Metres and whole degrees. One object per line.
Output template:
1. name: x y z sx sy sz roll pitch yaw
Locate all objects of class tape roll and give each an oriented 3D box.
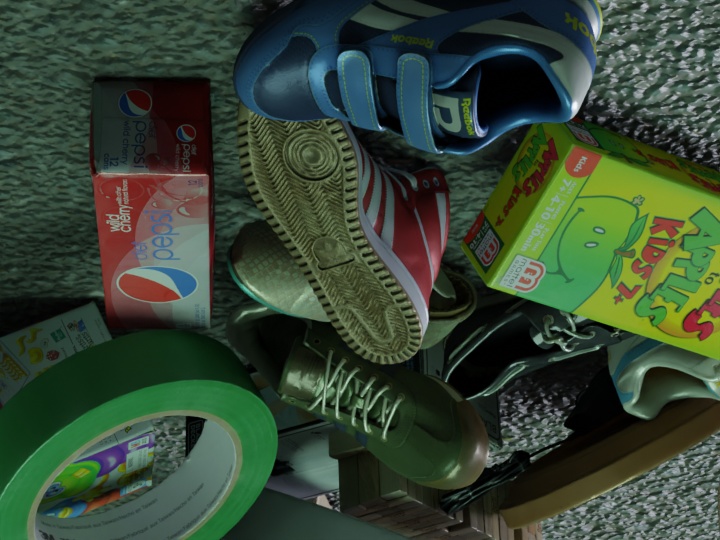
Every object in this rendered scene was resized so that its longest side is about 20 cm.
1. tape roll: -0.151 0.126 1.512 0.200 0.048 0.201 -20 141 -17
2. tape roll: -0.006 0.212 1.666 0.199 0.066 0.200 19 172 3

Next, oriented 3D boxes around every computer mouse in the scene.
1. computer mouse: 0.134 0.107 1.639 0.199 0.034 0.059 -30 174 -19

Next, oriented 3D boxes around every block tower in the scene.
1. block tower: 0.055 0.162 1.674 0.054 0.058 0.200 -19 148 30

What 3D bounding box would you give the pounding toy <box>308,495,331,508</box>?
1. pounding toy: -0.053 0.263 1.886 0.141 0.185 0.200 5 154 14

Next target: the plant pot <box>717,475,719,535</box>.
1. plant pot: 0.393 0.173 1.720 0.183 0.201 0.200 4 155 -35

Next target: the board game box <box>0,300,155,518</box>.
1. board game box: -0.248 0.119 1.577 0.199 0.105 0.103 -21 157 -16

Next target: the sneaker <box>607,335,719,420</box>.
1. sneaker: 0.256 0.040 1.550 0.199 0.081 0.076 -19 146 29

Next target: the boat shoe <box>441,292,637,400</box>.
1. boat shoe: 0.132 0.038 1.538 0.199 0.063 0.073 -22 118 38

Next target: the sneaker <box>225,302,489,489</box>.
1. sneaker: -0.012 0.076 1.503 0.090 0.200 0.067 11 109 -43

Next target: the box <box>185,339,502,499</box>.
1. box: -0.012 0.104 1.685 0.199 0.060 0.117 -17 149 28

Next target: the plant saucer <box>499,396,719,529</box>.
1. plant saucer: 0.184 0.121 1.659 0.200 0.032 0.200 -27 178 -1

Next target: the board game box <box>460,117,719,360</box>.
1. board game box: 0.170 -0.018 1.420 0.199 0.048 0.102 17 114 -31

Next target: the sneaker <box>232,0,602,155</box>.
1. sneaker: 0.028 -0.105 1.247 0.199 0.083 0.074 -8 137 10

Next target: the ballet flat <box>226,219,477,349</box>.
1. ballet flat: 0.000 0.000 1.489 0.062 0.068 0.200 -28 153 31

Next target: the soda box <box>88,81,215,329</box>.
1. soda box: -0.121 -0.035 1.409 0.070 0.064 0.200 0 153 -3

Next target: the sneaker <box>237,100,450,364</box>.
1. sneaker: -0.007 -0.055 1.387 0.071 0.113 0.201 -11 121 23
